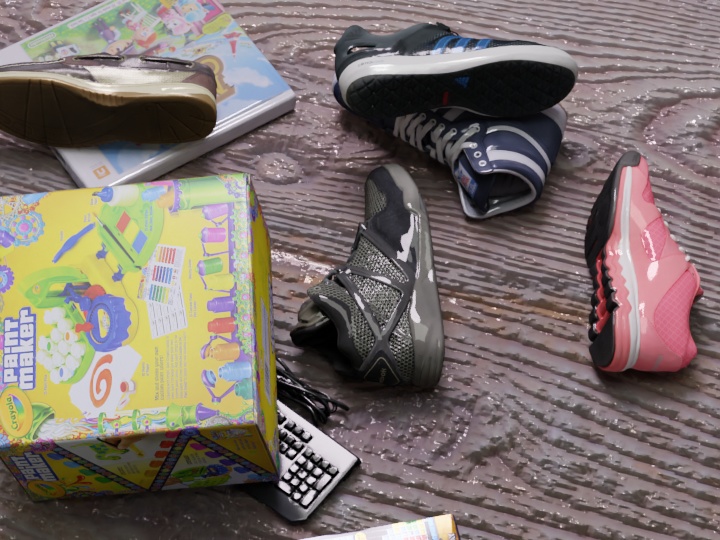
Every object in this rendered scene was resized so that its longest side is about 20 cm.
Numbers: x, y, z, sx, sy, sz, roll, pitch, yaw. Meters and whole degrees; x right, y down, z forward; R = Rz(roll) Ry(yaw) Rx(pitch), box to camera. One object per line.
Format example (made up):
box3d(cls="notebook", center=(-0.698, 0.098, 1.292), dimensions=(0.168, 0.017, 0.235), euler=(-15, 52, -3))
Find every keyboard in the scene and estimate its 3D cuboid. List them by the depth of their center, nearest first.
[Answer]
box3d(cls="keyboard", center=(-0.090, 0.099, 1.676), dimensions=(0.200, 0.040, 0.104), euler=(34, 61, 19))

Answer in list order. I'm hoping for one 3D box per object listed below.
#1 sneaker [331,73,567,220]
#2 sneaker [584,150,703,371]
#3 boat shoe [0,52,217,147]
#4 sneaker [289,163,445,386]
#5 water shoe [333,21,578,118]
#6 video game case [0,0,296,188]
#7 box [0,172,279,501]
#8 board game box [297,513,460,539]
box3d(cls="sneaker", center=(0.066, -0.110, 1.810), dimensions=(0.199, 0.070, 0.109), euler=(13, 53, 4))
box3d(cls="sneaker", center=(0.229, -0.002, 1.750), dimensions=(0.086, 0.074, 0.201), euler=(11, 58, -11))
box3d(cls="boat shoe", center=(-0.215, -0.145, 1.808), dimensions=(0.199, 0.073, 0.065), euler=(6, 44, -1))
box3d(cls="sneaker", center=(0.000, 0.000, 1.726), dimensions=(0.114, 0.076, 0.200), euler=(0, 60, -9))
box3d(cls="water shoe", center=(0.078, -0.172, 1.771), dimensions=(0.199, 0.072, 0.079), euler=(-2, 51, -16))
box3d(cls="video game case", center=(-0.185, -0.161, 1.869), dimensions=(0.200, 0.022, 0.182), euler=(-28, 60, -20))
box3d(cls="box", center=(-0.164, 0.050, 1.624), dimensions=(0.192, 0.122, 0.201), euler=(-5, 65, 4))
box3d(cls="board game box", center=(0.007, 0.280, 1.541), dimensions=(0.165, 0.057, 0.201), euler=(-8, 55, -9))
